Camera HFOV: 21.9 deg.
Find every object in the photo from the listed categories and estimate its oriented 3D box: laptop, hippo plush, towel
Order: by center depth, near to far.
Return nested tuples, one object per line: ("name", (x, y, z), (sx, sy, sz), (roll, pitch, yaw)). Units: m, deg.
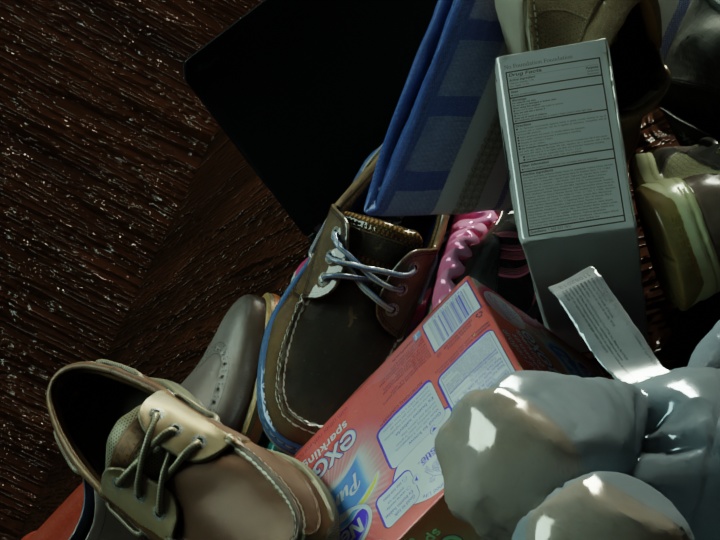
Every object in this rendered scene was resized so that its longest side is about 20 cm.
("hippo plush", (0.079, 0.116, 0.607), (0.161, 0.159, 0.200), (-69, 27, 25))
("towel", (0.088, -0.095, 0.904), (0.200, 0.024, 0.147), (-7, -55, -50))
("laptop", (0.026, -0.095, 1.060), (0.177, 0.103, 0.200), (-36, -24, 5))

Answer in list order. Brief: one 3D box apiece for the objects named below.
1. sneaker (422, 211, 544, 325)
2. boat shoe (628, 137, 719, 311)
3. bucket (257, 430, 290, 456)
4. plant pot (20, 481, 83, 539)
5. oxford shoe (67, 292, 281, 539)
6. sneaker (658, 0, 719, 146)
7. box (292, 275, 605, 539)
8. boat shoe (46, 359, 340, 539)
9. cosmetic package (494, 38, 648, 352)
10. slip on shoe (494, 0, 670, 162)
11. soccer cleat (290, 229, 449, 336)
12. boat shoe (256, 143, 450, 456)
("sneaker", (0.083, 0.014, 0.948), (0.200, 0.095, 0.079), (-68, -3, -51))
("boat shoe", (0.157, -0.022, 0.818), (0.065, 0.073, 0.200), (-16, 7, 8))
("bucket", (-0.017, 0.135, 1.012), (0.207, 0.135, 0.207), (-57, 13, 22))
("plant pot", (-0.125, 0.195, 1.236), (0.195, 0.201, 0.201), (-52, 14, 9))
("oxford shoe", (-0.101, 0.094, 0.955), (0.200, 0.073, 0.071), (-64, 13, -9))
("sneaker", (0.181, -0.085, 0.859), (0.200, 0.066, 0.091), (-87, 22, -66))
("box", (0.028, 0.118, 0.836), (0.200, 0.095, 0.103), (-48, 32, 14))
("boat shoe", (-0.085, 0.094, 0.843), (0.200, 0.072, 0.076), (23, 81, 51))
("cosmetic package", (0.096, -0.025, 0.825), (0.200, 0.051, 0.083), (58, -154, -71))
("slip on shoe", (0.112, -0.088, 0.856), (0.076, 0.061, 0.200), (-45, -27, -14))
("soccer cleat", (0.031, 0.020, 1.055), (0.200, 0.070, 0.086), (-13, -39, -46))
("boat shoe", (0.000, 0.000, 0.933), (0.072, 0.072, 0.200), (108, -179, -58))
